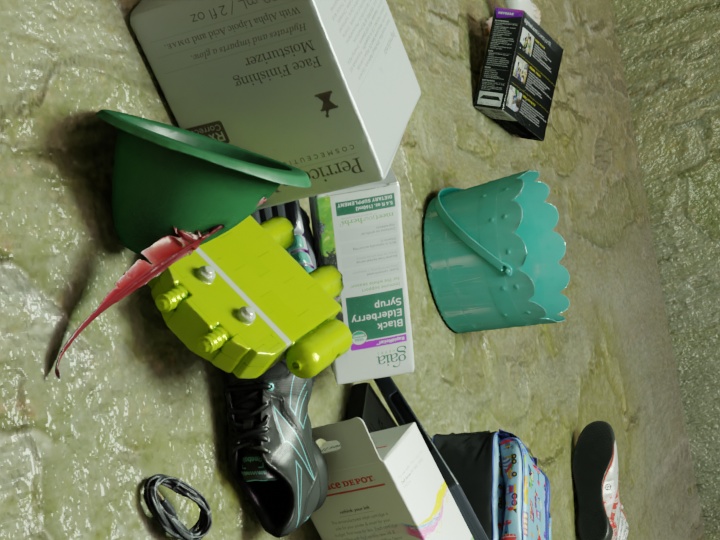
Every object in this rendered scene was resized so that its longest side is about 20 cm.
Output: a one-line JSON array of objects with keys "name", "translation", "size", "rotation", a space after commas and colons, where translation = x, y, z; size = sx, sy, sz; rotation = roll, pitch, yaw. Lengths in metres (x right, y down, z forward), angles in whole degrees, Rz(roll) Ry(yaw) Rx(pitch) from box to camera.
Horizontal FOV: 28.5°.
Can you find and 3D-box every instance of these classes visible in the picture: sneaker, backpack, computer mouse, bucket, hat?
[{"name": "sneaker", "translation": [0.375, 0.345, 2.200], "size": [0.108, 0.067, 0.203], "rotation": [48, 41, -54]}, {"name": "backpack", "translation": [0.147, 0.292, 1.576], "size": [0.200, 0.133, 0.184], "rotation": [56, 32, -49]}, {"name": "computer mouse", "translation": [-0.118, 0.237, 1.095], "size": [0.059, 0.034, 0.201], "rotation": [-48, 121, -43]}, {"name": "bucket", "translation": [0.171, -0.020, 1.774], "size": [0.207, 0.134, 0.209], "rotation": [-11, 90, -69]}, {"name": "sneaker", "translation": [-0.056, 0.022, 1.284], "size": [0.087, 0.074, 0.202], "rotation": [37, 46, -66]}, {"name": "sneaker", "translation": [-0.076, 0.127, 1.180], "size": [0.079, 0.075, 0.202], "rotation": [-48, 124, -60]}, {"name": "hat", "translation": [-0.152, -0.016, 1.078], "size": [0.199, 0.165, 0.178], "rotation": [13, 98, -39]}]

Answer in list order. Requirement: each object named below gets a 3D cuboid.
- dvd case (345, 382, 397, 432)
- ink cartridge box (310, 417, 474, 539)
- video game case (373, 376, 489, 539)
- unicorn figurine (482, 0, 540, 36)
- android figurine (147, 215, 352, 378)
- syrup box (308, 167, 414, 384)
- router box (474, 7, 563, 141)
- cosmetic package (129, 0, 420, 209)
[{"name": "dvd case", "translation": [0.016, 0.237, 1.422], "size": [0.201, 0.025, 0.151], "rotation": [-81, 150, -41]}, {"name": "ink cartridge box", "translation": [0.018, 0.211, 1.271], "size": [0.067, 0.116, 0.201], "rotation": [-41, 109, -49]}, {"name": "video game case", "translation": [0.074, 0.195, 1.391], "size": [0.143, 0.019, 0.200], "rotation": [62, -5, -37]}, {"name": "unicorn figurine", "translation": [0.233, -0.408, 2.175], "size": [0.137, 0.073, 0.202], "rotation": [-38, 138, -42]}, {"name": "android figurine", "translation": [-0.092, 0.015, 1.141], "size": [0.182, 0.041, 0.200], "rotation": [46, 31, 9]}, {"name": "syrup box", "translation": [0.000, 0.000, 1.331], "size": [0.082, 0.078, 0.202], "rotation": [-111, -166, -63]}, {"name": "router box", "translation": [0.239, -0.289, 2.114], "size": [0.200, 0.051, 0.151], "rotation": [20, 82, -64]}, {"name": "cosmetic package", "translation": [-0.066, -0.184, 1.227], "size": [0.165, 0.163, 0.201], "rotation": [-67, 139, -54]}]
